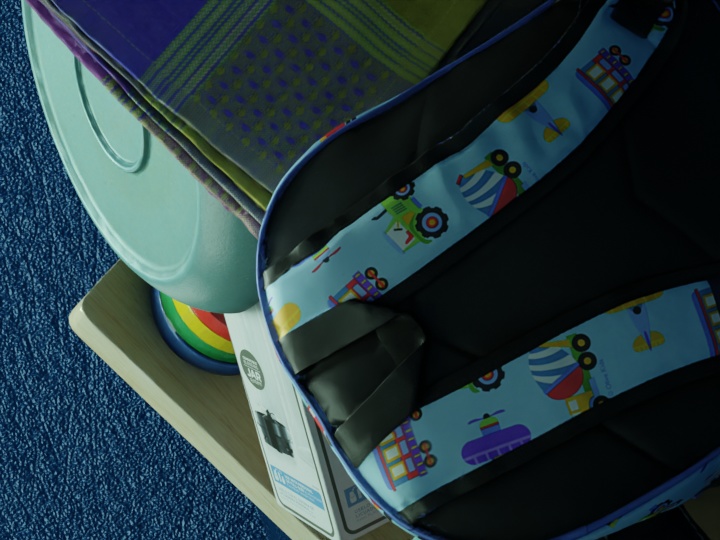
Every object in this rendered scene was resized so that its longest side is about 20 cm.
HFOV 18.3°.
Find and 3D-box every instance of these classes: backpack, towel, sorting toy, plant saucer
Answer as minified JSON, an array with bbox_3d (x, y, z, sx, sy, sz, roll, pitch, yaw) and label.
[{"bbox_3d":[0.067,0.012,0.783,0.183,0.199,0.135,57,167,13],"label":"backpack"},{"bbox_3d":[-0.049,-0.123,0.813,0.200,0.144,0.023,45,164,-9],"label":"towel"},{"bbox_3d":[-0.001,0.018,1.081,0.200,0.199,0.070,44,145,-4],"label":"sorting toy"},{"bbox_3d":[-0.093,-0.074,0.910,0.200,0.027,0.201,45,146,42],"label":"plant saucer"}]

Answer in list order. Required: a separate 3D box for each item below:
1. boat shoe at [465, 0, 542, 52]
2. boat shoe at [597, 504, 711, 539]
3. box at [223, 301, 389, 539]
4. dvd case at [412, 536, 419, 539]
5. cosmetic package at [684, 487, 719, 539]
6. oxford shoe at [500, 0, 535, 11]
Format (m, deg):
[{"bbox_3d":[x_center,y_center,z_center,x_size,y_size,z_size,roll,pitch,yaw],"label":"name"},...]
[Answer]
[{"bbox_3d":[0.042,-0.118,1.017,0.093,0.074,0.201,55,162,38],"label":"boat shoe"},{"bbox_3d":[0.084,0.073,0.871,0.200,0.072,0.065,49,126,15],"label":"boat shoe"},{"bbox_3d":[0.000,0.000,0.955,0.060,0.116,0.202,23,131,58],"label":"box"},{"bbox_3d":[0.092,0.173,0.877,0.201,0.022,0.146,55,-147,-2],"label":"dvd case"},{"bbox_3d":[0.120,0.052,0.978,0.105,0.071,0.201,-123,16,-46],"label":"cosmetic package"},{"bbox_3d":[0.076,-0.130,0.846,0.074,0.070,0.200,63,169,9],"label":"oxford shoe"}]
